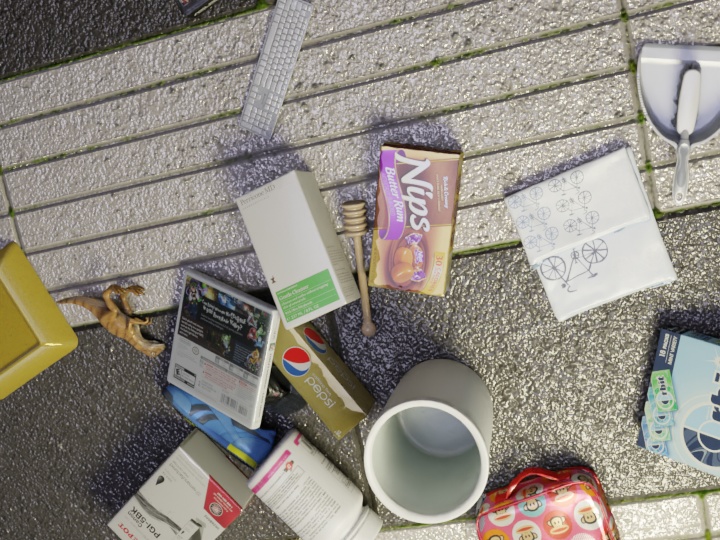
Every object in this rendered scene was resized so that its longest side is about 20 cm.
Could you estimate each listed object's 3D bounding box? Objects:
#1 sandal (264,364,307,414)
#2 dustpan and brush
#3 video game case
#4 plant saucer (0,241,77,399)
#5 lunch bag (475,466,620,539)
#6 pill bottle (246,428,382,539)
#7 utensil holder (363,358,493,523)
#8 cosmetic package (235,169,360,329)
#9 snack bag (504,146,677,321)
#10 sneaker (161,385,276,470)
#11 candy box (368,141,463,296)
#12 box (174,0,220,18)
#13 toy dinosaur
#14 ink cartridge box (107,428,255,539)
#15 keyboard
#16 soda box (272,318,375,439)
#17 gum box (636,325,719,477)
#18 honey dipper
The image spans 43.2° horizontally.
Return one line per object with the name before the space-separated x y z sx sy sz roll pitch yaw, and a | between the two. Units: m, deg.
sandal | -0.173 0.172 1.409 0.197 0.048 0.077 21 105 9
dustpan and brush | 0.425 -0.190 1.190 0.136 0.057 0.205 5 103 11
video game case | -0.209 0.115 1.374 0.197 0.023 0.186 21 105 36
plant saucer | -0.592 0.090 1.489 0.198 0.048 0.202 -32 93 16
lunch bag | 0.269 0.375 1.333 0.196 0.082 0.179 -20 96 16
pill bottle | -0.068 0.350 1.389 0.200 0.113 0.114 43 107 1
utensil holder | 0.105 0.231 1.279 0.166 0.200 0.174 3 102 12
cosmetic package | -0.089 -0.032 1.315 0.106 0.085 0.204 -24 88 16
snack bag | 0.319 -0.044 1.266 0.185 0.021 0.204 -21 96 16
sneaker | -0.221 0.228 1.434 0.198 0.066 0.079 32 75 13
candy box | 0.079 -0.074 1.297 0.114 0.056 0.205 9 105 11
box | -0.230 -0.489 1.286 0.158 0.044 0.203 -27 95 17
toy dinosaur | -0.395 0.066 1.432 0.198 0.060 0.107 32 108 5
ink cartridge box | -0.286 0.380 1.461 0.147 0.083 0.200 43 107 0
keyboard | -0.124 -0.295 1.320 0.055 0.011 0.204 22 105 7
soda box | -0.067 0.151 1.370 0.064 0.068 0.201 -41 90 18
gum box | 0.486 0.185 1.219 0.197 0.044 0.174 17 104 36
honey dipper | 0.000 0.000 1.341 0.037 0.038 0.205 -3 103 13
